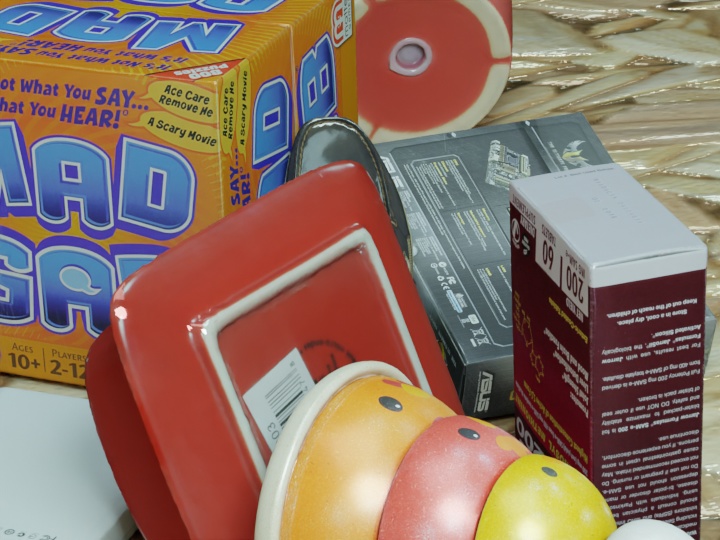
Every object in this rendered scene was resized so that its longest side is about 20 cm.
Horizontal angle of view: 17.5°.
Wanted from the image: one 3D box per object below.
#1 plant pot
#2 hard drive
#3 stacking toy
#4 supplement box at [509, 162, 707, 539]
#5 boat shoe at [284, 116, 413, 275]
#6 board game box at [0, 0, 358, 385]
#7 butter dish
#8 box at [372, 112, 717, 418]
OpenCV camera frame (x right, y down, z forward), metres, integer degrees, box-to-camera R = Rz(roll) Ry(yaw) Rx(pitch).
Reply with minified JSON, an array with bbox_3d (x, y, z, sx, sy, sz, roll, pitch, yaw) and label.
[{"bbox_3d":[0.026,-0.194,1.712,0.199,0.202,0.178,-5,35,-6],"label":"plant pot"},{"bbox_3d":[-0.181,0.124,1.218,0.131,0.027,0.200,7,27,20],"label":"hard drive"},{"bbox_3d":[0.066,0.123,1.039,0.199,0.147,0.146,7,26,30],"label":"stacking toy"},{"bbox_3d":[0.116,0.063,1.116,0.060,0.201,0.109,-10,25,-14],"label":"supplement box"},{"bbox_3d":[0.000,0.000,1.294,0.074,0.073,0.201,-8,68,-8],"label":"boat shoe"},{"bbox_3d":[-0.127,-0.061,1.404,0.198,0.201,0.200,8,26,21],"label":"board game box"},{"bbox_3d":[-0.062,0.072,1.176,0.147,0.201,0.199,-12,14,43],"label":"butter dish"},{"bbox_3d":[0.096,-0.007,1.382,0.157,0.049,0.201,-9,44,-18],"label":"box"}]
